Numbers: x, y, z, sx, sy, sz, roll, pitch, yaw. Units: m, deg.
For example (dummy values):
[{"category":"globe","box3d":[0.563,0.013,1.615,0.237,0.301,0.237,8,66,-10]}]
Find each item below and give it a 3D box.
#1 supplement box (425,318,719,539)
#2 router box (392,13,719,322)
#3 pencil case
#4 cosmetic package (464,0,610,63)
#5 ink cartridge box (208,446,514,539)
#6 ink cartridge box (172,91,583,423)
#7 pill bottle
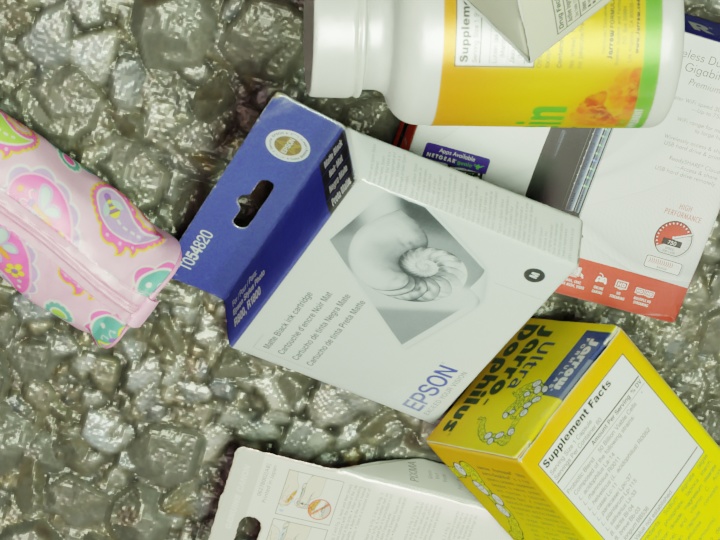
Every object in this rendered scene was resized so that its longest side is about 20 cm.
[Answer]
[{"category":"supplement box","box3d":[0.157,0.138,1.389,0.109,0.109,0.200,-49,113,-19]},{"category":"router box","box3d":[0.125,-0.079,1.342,0.199,0.049,0.181,14,112,-12]},{"category":"pencil case","box3d":[-0.203,-0.039,1.308,0.200,0.088,0.087,39,105,-21]},{"category":"cosmetic package","box3d":[0.129,-0.214,1.126,0.200,0.087,0.104,-38,151,-11]},{"category":"ink cartridge box","box3d":[-0.006,0.195,1.456,0.199,0.050,0.162,15,112,-8]},{"category":"ink cartridge box","box3d":[0.000,0.000,1.321,0.199,0.041,0.200,22,141,-13]},{"category":"pill bottle","box3d":[0.070,-0.135,1.224,0.198,0.111,0.112,0,114,-5]}]
